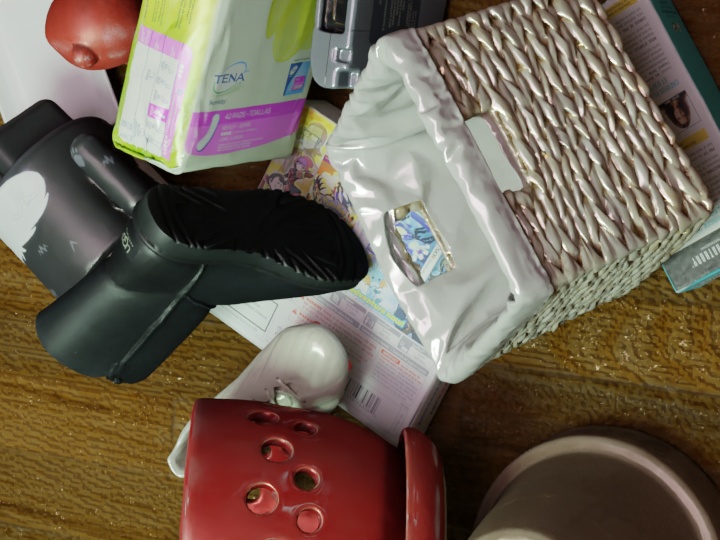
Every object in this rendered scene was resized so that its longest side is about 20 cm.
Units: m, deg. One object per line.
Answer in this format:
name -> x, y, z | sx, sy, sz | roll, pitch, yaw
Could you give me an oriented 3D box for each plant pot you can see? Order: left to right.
plant pot -> -0.035, 0.191, 1.567 | 0.182, 0.200, 0.201 | 1, 96, -3
plant pot -> 0.143, 0.215, 1.535 | 0.200, 0.174, 0.201 | 2, 94, 27

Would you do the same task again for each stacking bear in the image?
stacking bear -> -0.214, -0.250, 1.711 | 0.113, 0.121, 0.201 | -13, 89, 31

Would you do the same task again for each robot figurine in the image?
robot figurine -> -0.201, -0.037, 1.719 | 0.200, 0.150, 0.125 | 45, 101, 13

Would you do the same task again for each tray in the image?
tray -> -0.259, -0.192, 1.797 | 0.107, 0.022, 0.201 | -24, 83, 28

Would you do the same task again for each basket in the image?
basket -> 0.100, -0.062, 1.491 | 0.199, 0.160, 0.200 | 63, 162, 11

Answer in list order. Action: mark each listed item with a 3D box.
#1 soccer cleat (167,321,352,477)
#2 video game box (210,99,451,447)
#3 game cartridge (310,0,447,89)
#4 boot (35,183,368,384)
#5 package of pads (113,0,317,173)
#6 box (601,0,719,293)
soccer cleat -> -0.074, 0.103, 1.657 | 0.069, 0.078, 0.200 | 52, 140, 3
video game box -> 0.000, 0.000, 1.663 | 0.200, 0.047, 0.183 | 35, 112, 21
game cartridge -> 0.021, -0.228, 1.582 | 0.041, 0.133, 0.201 | 12, 100, 26
boot -> -0.116, 0.015, 1.616 | 0.168, 0.200, 0.077 | -45, 51, 38
package of pads -> -0.089, -0.172, 1.564 | 0.068, 0.154, 0.201 | 24, 109, 27
box -> 0.212, -0.092, 1.541 | 0.082, 0.049, 0.200 | -31, 80, 27
